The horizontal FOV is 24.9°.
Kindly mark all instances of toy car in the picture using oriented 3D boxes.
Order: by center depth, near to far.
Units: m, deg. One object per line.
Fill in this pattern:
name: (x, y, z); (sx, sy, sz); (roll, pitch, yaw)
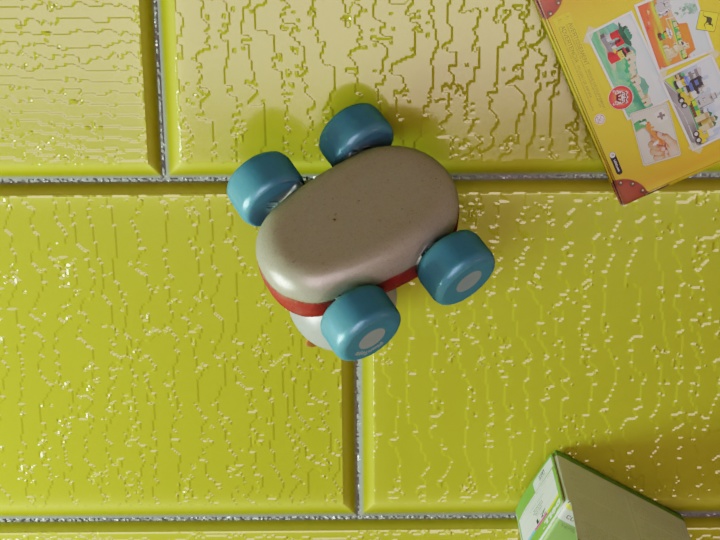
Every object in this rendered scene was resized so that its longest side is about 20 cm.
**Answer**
toy car: (0.000, 0.000, 1.387); (0.177, 0.185, 0.200); (-30, 154, -15)

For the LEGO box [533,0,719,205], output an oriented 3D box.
LEGO box: (0.241, -0.177, 1.337); (0.149, 0.077, 0.200); (-23, 109, 8)

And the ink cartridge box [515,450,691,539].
ink cartridge box: (0.224, 0.262, 1.439); (0.147, 0.200, 0.076); (28, 109, -10)
